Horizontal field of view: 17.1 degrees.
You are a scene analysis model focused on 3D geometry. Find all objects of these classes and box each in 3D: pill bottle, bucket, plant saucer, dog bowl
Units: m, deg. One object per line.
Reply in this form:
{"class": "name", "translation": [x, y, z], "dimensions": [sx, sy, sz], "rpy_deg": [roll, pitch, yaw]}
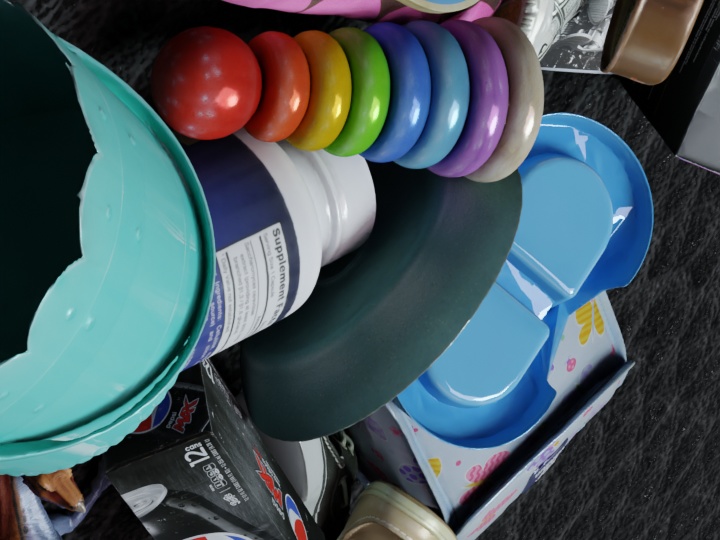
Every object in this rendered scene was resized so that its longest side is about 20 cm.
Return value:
{"class": "pill bottle", "translation": [-0.090, -0.012, 1.203], "dimensions": [0.199, 0.111, 0.112], "rpy_deg": [-27, 138, -36]}
{"class": "bucket", "translation": [-0.169, -0.010, 1.035], "dimensions": [0.208, 0.207, 0.135], "rpy_deg": [-55, 151, 1]}
{"class": "plant saucer", "translation": [0.000, 0.000, 1.285], "dimensions": [0.036, 0.200, 0.200], "rpy_deg": [42, 83, -27]}
{"class": "dog bowl", "translation": [0.080, 0.005, 1.335], "dimensions": [0.111, 0.050, 0.201], "rpy_deg": [39, 75, -19]}

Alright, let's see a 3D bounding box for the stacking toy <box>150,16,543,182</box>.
{"class": "stacking toy", "translation": [-0.010, -0.090, 1.185], "dimensions": [0.199, 0.085, 0.086], "rpy_deg": [2, 119, -32]}

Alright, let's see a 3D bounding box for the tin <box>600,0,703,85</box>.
{"class": "tin", "translation": [0.180, -0.198, 1.299], "dimensions": [0.112, 0.042, 0.201], "rpy_deg": [-95, -157, -75]}

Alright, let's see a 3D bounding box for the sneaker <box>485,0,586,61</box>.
{"class": "sneaker", "translation": [0.109, -0.160, 1.291], "dimensions": [0.087, 0.076, 0.201], "rpy_deg": [3, 126, -38]}

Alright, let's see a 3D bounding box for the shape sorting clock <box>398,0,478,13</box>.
{"class": "shape sorting clock", "translation": [0.029, -0.224, 1.149], "dimensions": [0.200, 0.039, 0.201], "rpy_deg": [19, 67, -51]}

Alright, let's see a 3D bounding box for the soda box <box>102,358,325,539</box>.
{"class": "soda box", "translation": [-0.075, 0.129, 1.303], "dimensions": [0.063, 0.071, 0.200], "rpy_deg": [-21, 137, 8]}

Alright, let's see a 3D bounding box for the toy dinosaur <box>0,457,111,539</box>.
{"class": "toy dinosaur", "translation": [-0.172, 0.177, 1.296], "dimensions": [0.200, 0.105, 0.182], "rpy_deg": [-37, 126, -8]}

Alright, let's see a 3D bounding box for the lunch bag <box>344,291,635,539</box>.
{"class": "lunch bag", "translation": [0.073, 0.067, 1.450], "dimensions": [0.169, 0.127, 0.201], "rpy_deg": [-41, 135, -19]}

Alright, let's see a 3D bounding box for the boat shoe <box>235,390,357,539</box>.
{"class": "boat shoe", "translation": [-0.039, 0.116, 1.424], "dimensions": [0.064, 0.071, 0.200], "rpy_deg": [-43, 157, -26]}

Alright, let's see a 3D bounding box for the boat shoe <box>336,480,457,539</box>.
{"class": "boat shoe", "translation": [0.008, 0.188, 1.447], "dimensions": [0.065, 0.072, 0.200], "rpy_deg": [-51, 173, -25]}

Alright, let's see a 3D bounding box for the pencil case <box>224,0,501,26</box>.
{"class": "pencil case", "translation": [0.000, -0.172, 1.202], "dimensions": [0.200, 0.091, 0.094], "rpy_deg": [-1, 114, -54]}

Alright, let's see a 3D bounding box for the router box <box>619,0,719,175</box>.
{"class": "router box", "translation": [0.232, -0.171, 1.441], "dimensions": [0.051, 0.149, 0.201], "rpy_deg": [19, 109, -15]}

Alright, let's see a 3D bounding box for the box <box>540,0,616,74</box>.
{"class": "box", "translation": [0.151, -0.214, 1.387], "dimensions": [0.158, 0.048, 0.201], "rpy_deg": [-1, 120, -51]}
